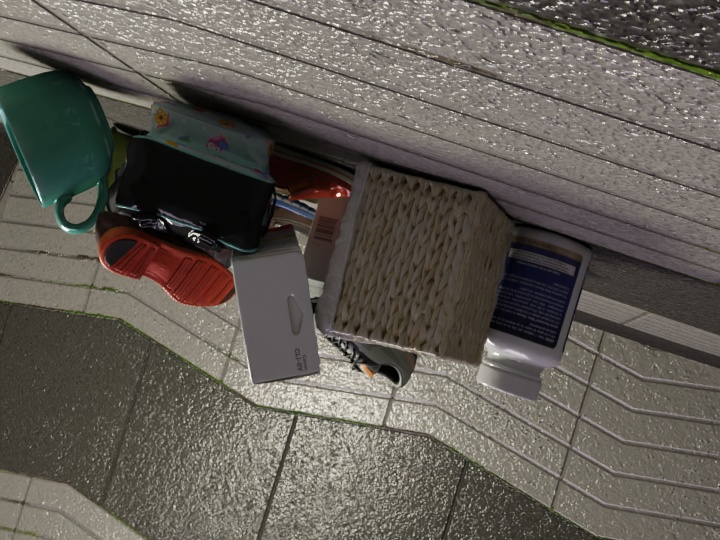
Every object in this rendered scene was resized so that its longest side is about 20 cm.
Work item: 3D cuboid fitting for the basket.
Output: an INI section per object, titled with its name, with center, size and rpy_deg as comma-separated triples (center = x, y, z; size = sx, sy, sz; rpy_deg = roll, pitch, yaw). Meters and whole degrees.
[basket]
center = 0.070, 0.003, 1.012
size = 0.158, 0.204, 0.198
rpy_deg = 15, 177, 23

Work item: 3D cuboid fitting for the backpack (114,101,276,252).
[backpack]
center = -0.179, -0.106, 0.988
size = 0.172, 0.157, 0.200
rpy_deg = 15, 178, -6

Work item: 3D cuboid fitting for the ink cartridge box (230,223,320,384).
[ink cartridge box]
center = -0.103, 0.034, 1.025
size = 0.081, 0.149, 0.200
rpy_deg = -10, -170, -5

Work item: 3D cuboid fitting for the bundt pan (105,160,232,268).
[bundt pan]
center = -0.231, -0.089, 1.125
size = 0.198, 0.206, 0.076
rpy_deg = 18, 159, -15

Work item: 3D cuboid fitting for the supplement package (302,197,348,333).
[supplement package]
center = 0.000, 0.000, 1.252
size = 0.147, 0.155, 0.201
rpy_deg = 13, 155, 5

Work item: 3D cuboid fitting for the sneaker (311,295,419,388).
[sneaker]
center = -0.004, 0.095, 1.173
size = 0.197, 0.081, 0.074
rpy_deg = 27, 152, -17

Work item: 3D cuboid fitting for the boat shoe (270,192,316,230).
[boat shoe]
center = -0.154, -0.086, 1.280
size = 0.196, 0.074, 0.072
rpy_deg = 18, -175, -2

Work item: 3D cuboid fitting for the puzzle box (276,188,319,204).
[puzzle box]
center = -0.129, -0.136, 1.331
size = 0.197, 0.026, 0.132
rpy_deg = 15, -173, -35

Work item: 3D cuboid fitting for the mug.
[mug]
center = -0.379, -0.160, 1.101
size = 0.113, 0.188, 0.152
rpy_deg = -25, -144, -20

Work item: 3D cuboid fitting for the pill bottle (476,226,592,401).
[pill bottle]
center = 0.214, 0.056, 1.091
size = 0.109, 0.204, 0.111
rpy_deg = 18, 178, 1

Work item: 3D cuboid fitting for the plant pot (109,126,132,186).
[plant pot]
center = -0.379, -0.157, 1.609
size = 0.185, 0.205, 0.200
rpy_deg = 5, -179, -10

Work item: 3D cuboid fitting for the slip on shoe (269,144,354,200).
[slip on shoe]
center = -0.075, -0.118, 1.123
size = 0.196, 0.063, 0.074
rpy_deg = 17, 177, -8

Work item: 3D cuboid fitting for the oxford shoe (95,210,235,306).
[oxford shoe]
center = -0.225, -0.018, 1.020
size = 0.199, 0.071, 0.073
rpy_deg = 32, -161, -45
